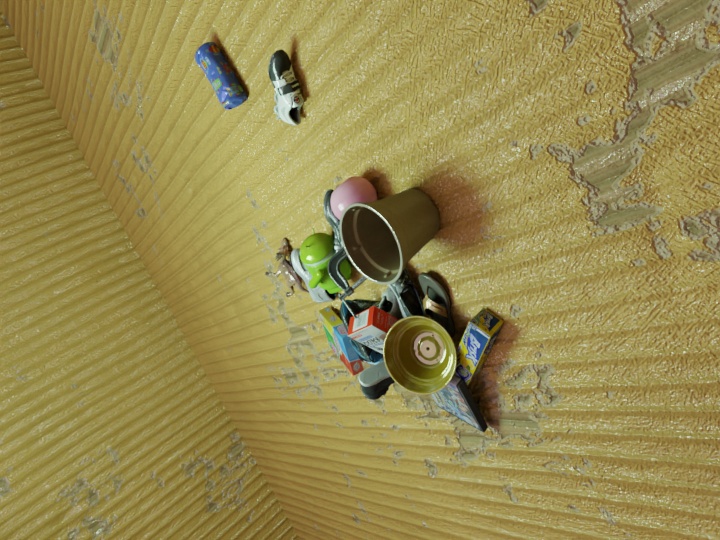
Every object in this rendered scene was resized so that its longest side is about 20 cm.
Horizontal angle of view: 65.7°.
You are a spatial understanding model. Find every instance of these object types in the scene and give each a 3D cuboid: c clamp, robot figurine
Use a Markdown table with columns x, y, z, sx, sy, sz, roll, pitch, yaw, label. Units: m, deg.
| x | y | z | sx | sy | sz | roll | pitch | yaw | label |
| --- | --- | --- | --- | --- | --- | --- | --- | --- | --- |
| 0.000 | 0.000 | 1.523 | 0.171 | 0.200 | 0.027 | 46 | -173 | 16 | c clamp |
| -0.102 | -0.026 | 1.636 | 0.114 | 0.177 | 0.201 | -14 | 129 | 24 | robot figurine |

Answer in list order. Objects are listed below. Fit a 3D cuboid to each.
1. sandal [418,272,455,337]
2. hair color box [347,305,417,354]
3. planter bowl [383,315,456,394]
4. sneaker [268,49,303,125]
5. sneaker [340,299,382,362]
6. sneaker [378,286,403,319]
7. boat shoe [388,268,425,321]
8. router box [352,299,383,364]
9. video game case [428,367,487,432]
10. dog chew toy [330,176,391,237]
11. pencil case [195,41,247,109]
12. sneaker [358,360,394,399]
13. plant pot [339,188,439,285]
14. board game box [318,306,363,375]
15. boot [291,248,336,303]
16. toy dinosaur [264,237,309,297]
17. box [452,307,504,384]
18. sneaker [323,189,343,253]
| x | y | z | sx | sy | sz | roll | pitch | yaw | label |
| --- | --- | --- | --- | --- | --- | --- | --- | --- | --- |
| 0.191 | 0.101 | 1.440 | 0.081 | 0.054 | 0.202 | 11 | 124 | 47 | sandal |
| 0.076 | 0.179 | 1.533 | 0.199 | 0.065 | 0.110 | 29 | 143 | -28 | hair color box |
| 0.164 | 0.211 | 1.443 | 0.198 | 0.083 | 0.204 | 3 | 96 | 25 | planter bowl |
| -0.185 | -0.475 | 1.463 | 0.088 | 0.074 | 0.201 | 36 | 149 | 29 | sneaker |
| -0.015 | 0.182 | 1.623 | 0.082 | 0.073 | 0.202 | -14 | 104 | 54 | sneaker |
| 0.083 | 0.117 | 1.557 | 0.075 | 0.092 | 0.202 | 31 | 137 | 35 | sneaker |
| 0.117 | 0.045 | 1.465 | 0.202 | 0.068 | 0.057 | 65 | 159 | -1 | boat shoe |
| 0.040 | 0.191 | 1.694 | 0.149 | 0.062 | 0.202 | 0 | 116 | 50 | router box |
| 0.244 | 0.339 | 1.522 | 0.180 | 0.025 | 0.201 | 19 | 145 | 52 | video game case |
| 0.014 | -0.140 | 1.429 | 0.201 | 0.124 | 0.124 | 51 | 146 | -4 | dog chew toy |
| -0.421 | -0.578 | 1.669 | 0.086 | 0.078 | 0.201 | -31 | 90 | 27 | pencil case |
| 0.084 | 0.309 | 1.626 | 0.100 | 0.198 | 0.071 | 93 | 153 | -48 | sneaker |
| 0.083 | -0.098 | 1.310 | 0.199 | 0.183 | 0.202 | 32 | 138 | 33 | plant pot |
| -0.064 | 0.226 | 1.813 | 0.200 | 0.040 | 0.155 | 40 | 149 | 57 | board game box |
| -0.142 | 0.013 | 1.794 | 0.095 | 0.074 | 0.202 | -7 | 119 | 47 | boot |
| -0.237 | 0.004 | 1.890 | 0.200 | 0.086 | 0.136 | 49 | 138 | 5 | toy dinosaur |
| 0.284 | 0.189 | 1.377 | 0.064 | 0.070 | 0.202 | 36 | 140 | 24 | box |
| -0.044 | -0.134 | 1.565 | 0.081 | 0.073 | 0.202 | -9 | 109 | 26 | sneaker |
